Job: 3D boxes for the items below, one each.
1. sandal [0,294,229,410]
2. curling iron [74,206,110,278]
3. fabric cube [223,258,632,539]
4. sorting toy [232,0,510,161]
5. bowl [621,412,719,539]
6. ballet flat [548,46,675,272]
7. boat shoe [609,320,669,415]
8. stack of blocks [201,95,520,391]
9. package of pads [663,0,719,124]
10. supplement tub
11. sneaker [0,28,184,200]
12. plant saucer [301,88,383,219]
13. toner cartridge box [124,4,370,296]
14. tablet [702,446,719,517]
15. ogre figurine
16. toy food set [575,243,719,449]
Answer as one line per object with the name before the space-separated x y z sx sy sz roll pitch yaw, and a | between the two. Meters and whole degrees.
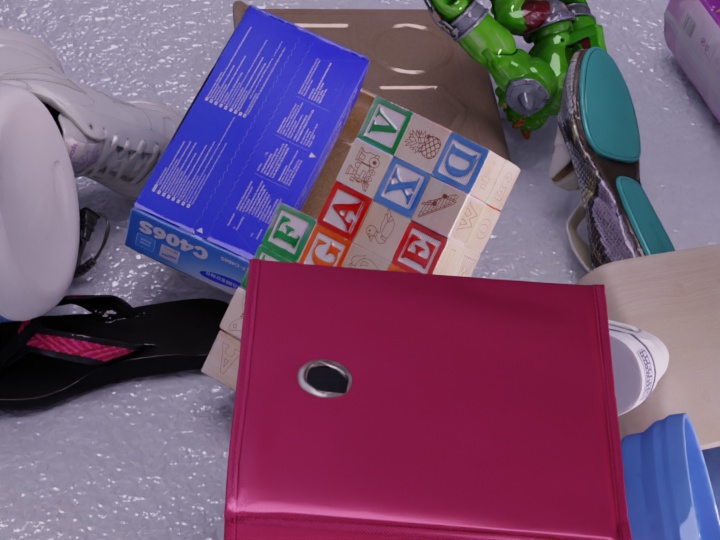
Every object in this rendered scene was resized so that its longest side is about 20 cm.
sandal | -0.169 0.040 1.256 0.198 0.045 0.075 -10 44 -17
curling iron | -0.220 -0.064 1.374 0.025 0.050 0.200 28 18 -42
fabric cube | 0.027 0.133 1.060 0.197 0.201 0.197 4 41 -1
sorting toy | 0.005 -0.135 1.483 0.198 0.037 0.186 3 42 -10
bowl | 0.173 0.178 1.037 0.039 0.202 0.202 -13 40 13
ballet flat | 0.164 -0.060 1.369 0.071 0.072 0.202 -6 60 -12
boat shoe | 0.095 0.060 1.234 0.198 0.074 0.065 6 13 29
stack of blocks | 0.000 0.000 1.213 0.115 0.201 0.058 27 3 25
package of pads | 0.322 -0.146 1.495 0.119 0.076 0.201 -8 44 -17
supplement tub | -0.289 -0.033 1.223 0.198 0.146 0.145 -6 39 15
sneaker | -0.181 -0.082 1.328 0.199 0.075 0.100 25 27 -27
plant saucer | -0.032 -0.044 1.346 0.198 0.036 0.202 8 54 -11
toner cartridge box | -0.072 -0.080 1.311 0.094 0.043 0.201 24 53 3
tablet | 0.254 0.113 1.247 0.129 0.014 0.201 -12 44 -19
ogre figurine | 0.130 -0.168 1.461 0.098 0.200 0.121 -30 76 13
toy food set | 0.246 0.057 1.266 0.198 0.061 0.144 -10 55 -13
